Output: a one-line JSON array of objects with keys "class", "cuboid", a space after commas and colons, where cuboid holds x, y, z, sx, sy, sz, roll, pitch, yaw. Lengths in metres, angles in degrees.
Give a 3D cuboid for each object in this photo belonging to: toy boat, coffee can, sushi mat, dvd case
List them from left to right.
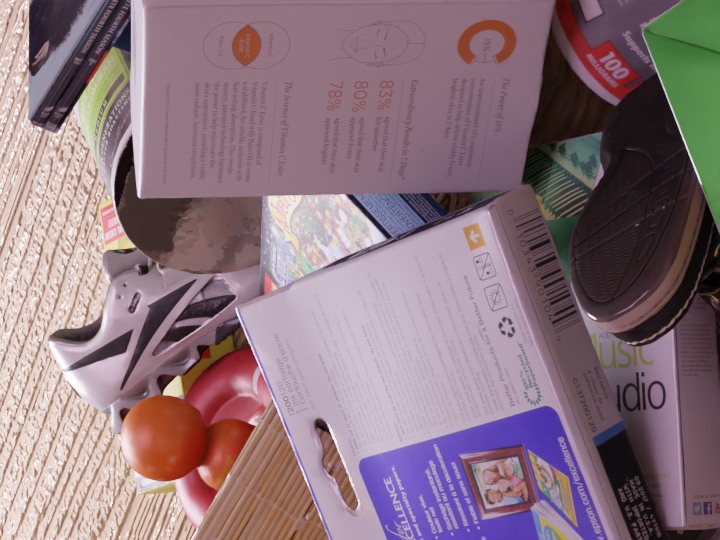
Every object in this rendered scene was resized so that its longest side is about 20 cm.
[{"class": "dvd case", "cuboid": [-0.127, -0.190, 1.219, 0.200, 0.022, 0.147, -51, 31, 34]}, {"class": "coffee can", "cuboid": [-0.106, -0.115, 1.401, 0.147, 0.145, 0.200, -64, 34, 27]}, {"class": "toy boat", "cuboid": [-0.082, 0.110, 1.372, 0.200, 0.130, 0.132, -147, 75, -72]}, {"class": "sushi mat", "cuboid": [-0.050, 0.166, 1.285, 0.201, 0.095, 0.012, -60, 5, 26]}]

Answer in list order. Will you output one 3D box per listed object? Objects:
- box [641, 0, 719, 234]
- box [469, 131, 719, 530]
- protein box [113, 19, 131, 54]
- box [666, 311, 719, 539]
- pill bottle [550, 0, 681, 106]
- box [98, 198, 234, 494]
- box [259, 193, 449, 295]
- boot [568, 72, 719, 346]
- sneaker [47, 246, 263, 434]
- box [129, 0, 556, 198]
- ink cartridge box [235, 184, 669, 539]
[{"class": "box", "cuboid": [0.231, -0.026, 0.986, 0.096, 0.176, 0.201, -33, 63, 33]}, {"class": "box", "cuboid": [0.117, 0.032, 1.164, 0.144, 0.036, 0.202, -10, 80, 49]}, {"class": "protein box", "cuboid": [-0.007, -0.195, 1.243, 0.199, 0.199, 0.136, -48, 33, 38]}, {"class": "box", "cuboid": [0.146, 0.067, 1.195, 0.200, 0.048, 0.159, 55, 129, 36]}, {"class": "pill bottle", "cuboid": [0.190, -0.158, 1.092, 0.199, 0.115, 0.117, -24, 71, 48]}, {"class": "box", "cuboid": [-0.124, 0.043, 1.524, 0.075, 0.050, 0.202, -21, 73, 49]}, {"class": "box", "cuboid": [0.000, 0.000, 1.281, 0.137, 0.038, 0.201, 47, 158, 21]}, {"class": "boot", "cuboid": [0.168, 0.004, 1.035, 0.073, 0.151, 0.200, -34, 19, 24]}, {"class": "sneaker", "cuboid": [-0.113, 0.006, 1.432, 0.200, 0.089, 0.074, -43, 12, 6]}, {"class": "box", "cuboid": [-0.014, -0.114, 1.144, 0.098, 0.198, 0.125, -100, 12, -45]}, {"class": "ink cartridge box", "cuboid": [0.044, 0.079, 1.156, 0.199, 0.043, 0.200, -20, 92, 46]}]
